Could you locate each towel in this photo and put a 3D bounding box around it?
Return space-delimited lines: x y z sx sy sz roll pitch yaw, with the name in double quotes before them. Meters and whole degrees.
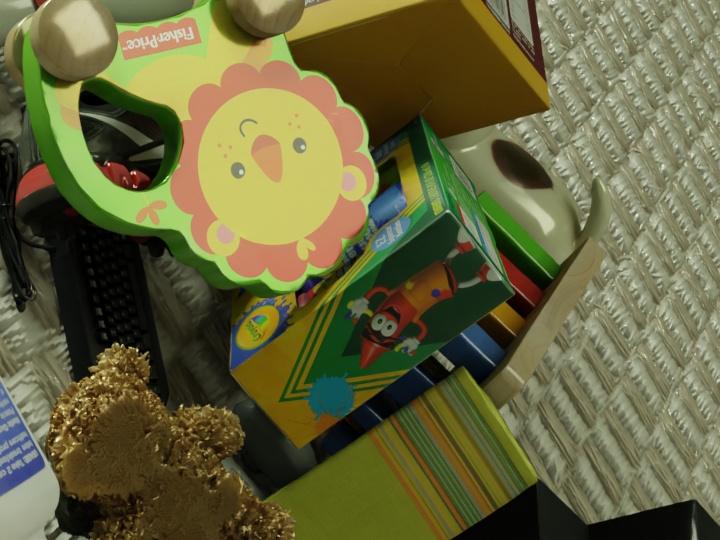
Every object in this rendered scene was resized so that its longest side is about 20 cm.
"towel" 0.006 0.147 1.040 0.086 0.199 0.018 56 3 -7

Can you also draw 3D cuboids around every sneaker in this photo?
"sneaker" -0.138 -0.065 1.046 0.200 0.070 0.099 11 61 -56

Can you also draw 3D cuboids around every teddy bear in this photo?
"teddy bear" -0.110 0.132 0.932 0.200 0.066 0.146 33 74 -42

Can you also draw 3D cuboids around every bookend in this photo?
"bookend" 0.160 0.216 1.160 0.199 0.199 0.093 46 35 -44

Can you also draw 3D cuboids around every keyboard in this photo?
"keyboard" -0.177 -0.014 1.036 0.127 0.021 0.202 8 61 -52

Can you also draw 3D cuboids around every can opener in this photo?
"can opener" -0.032 0.169 1.080 0.200 0.066 0.053 53 33 -25

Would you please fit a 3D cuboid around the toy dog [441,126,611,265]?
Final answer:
"toy dog" 0.077 -0.075 1.286 0.139 0.193 0.201 -39 108 -44

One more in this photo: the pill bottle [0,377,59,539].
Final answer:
"pill bottle" -0.217 0.094 0.822 0.201 0.112 0.112 62 33 -3

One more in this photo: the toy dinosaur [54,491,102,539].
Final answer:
"toy dinosaur" -0.107 0.162 0.993 0.200 0.047 0.088 48 50 -24

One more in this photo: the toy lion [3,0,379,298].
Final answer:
"toy lion" -0.087 -0.074 0.974 0.199 0.069 0.193 -17 92 -31

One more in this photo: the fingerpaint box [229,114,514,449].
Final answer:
"fingerpaint box" 0.000 0.000 1.080 0.073 0.166 0.200 50 12 -19

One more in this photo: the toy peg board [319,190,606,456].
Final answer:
"toy peg board" 0.048 0.055 1.163 0.098 0.200 0.199 42 35 0

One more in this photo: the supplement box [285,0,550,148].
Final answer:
"supplement box" 0.026 -0.218 1.139 0.197 0.132 0.202 35 46 -61

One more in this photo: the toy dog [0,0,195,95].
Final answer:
"toy dog" -0.162 -0.163 1.062 0.198 0.096 0.133 11 72 -11
